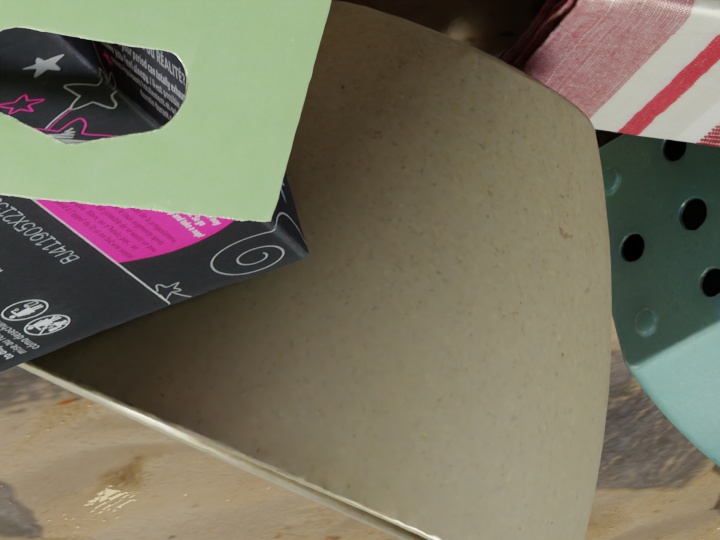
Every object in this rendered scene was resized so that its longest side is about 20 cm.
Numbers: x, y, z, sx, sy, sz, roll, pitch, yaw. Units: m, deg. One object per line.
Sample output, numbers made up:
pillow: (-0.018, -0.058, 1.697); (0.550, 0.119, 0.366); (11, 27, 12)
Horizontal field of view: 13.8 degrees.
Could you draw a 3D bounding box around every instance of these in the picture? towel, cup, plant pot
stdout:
towel: (0.150, -0.064, 0.969); (0.199, 0.023, 0.144); (8, 169, -8)
cup: (0.000, 0.000, 0.932); (0.200, 0.144, 0.200); (23, 175, 2)
plant pot: (0.183, 0.000, 1.133); (0.141, 0.142, 0.200); (-30, 148, 32)

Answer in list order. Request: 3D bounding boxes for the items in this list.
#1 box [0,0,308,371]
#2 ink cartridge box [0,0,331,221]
box: (-0.116, -0.060, 0.779); (0.132, 0.115, 0.200); (-20, 158, 12)
ink cartridge box: (-0.032, -0.106, 0.646); (0.145, 0.201, 0.048); (5, -169, -45)
